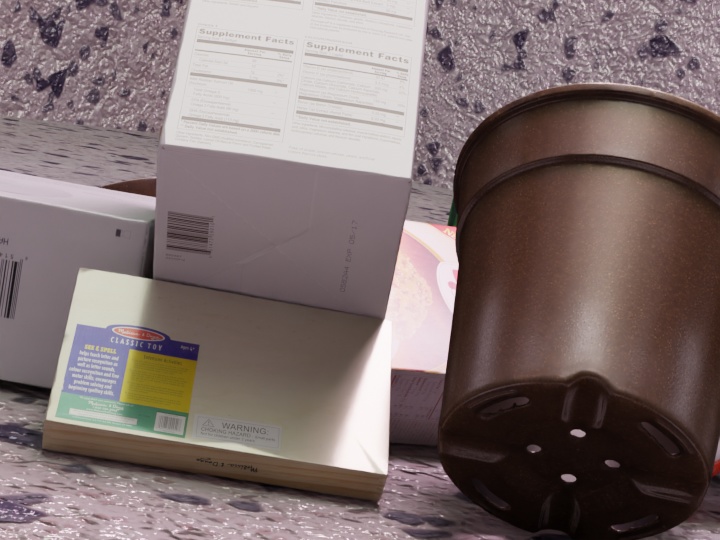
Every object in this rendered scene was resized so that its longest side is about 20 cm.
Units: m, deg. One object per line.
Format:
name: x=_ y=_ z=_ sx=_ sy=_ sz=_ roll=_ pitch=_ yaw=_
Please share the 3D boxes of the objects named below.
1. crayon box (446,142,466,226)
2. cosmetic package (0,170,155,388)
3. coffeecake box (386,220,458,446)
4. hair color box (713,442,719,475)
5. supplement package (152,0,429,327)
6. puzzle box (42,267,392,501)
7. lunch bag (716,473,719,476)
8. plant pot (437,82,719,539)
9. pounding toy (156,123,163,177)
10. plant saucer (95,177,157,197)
crayon box: x=0.130 y=0.003 z=1.555 sx=0.125 sy=0.201 sz=0.052 roll=9 pitch=23 yaw=-4
cosmetic package: x=-0.233 y=0.001 z=1.270 sx=0.198 sy=0.124 sz=0.200 roll=10 pitch=7 yaw=2
coffeecake box: x=-0.006 y=0.035 z=1.252 sx=0.199 sy=0.073 sz=0.154 roll=7 pitch=41 yaw=-26
hair color box: x=0.260 y=0.064 z=1.224 sx=0.199 sy=0.102 sz=0.061 roll=-21 pitch=-18 yaw=-23
supplement package: x=-0.042 y=-0.092 z=1.164 sx=0.150 sy=0.152 sz=0.201 roll=8 pitch=52 yaw=-2
puzzle box: x=-0.080 y=0.065 z=1.097 sx=0.199 sy=0.026 sz=0.133 roll=10 pitch=41 yaw=-5
lunch bag: x=0.270 y=0.082 z=1.361 sx=0.199 sy=0.128 sz=0.170 roll=17 pitch=9 yaw=-8
plant pot: x=0.132 y=0.033 z=1.060 sx=0.199 sy=0.201 sz=0.199 roll=10 pitch=51 yaw=8
pounding toy: x=-0.092 y=-0.071 z=1.664 sx=0.183 sy=0.201 sz=0.142 roll=4 pitch=0 yaw=-42
plant saucer: x=-0.169 y=-0.014 z=1.507 sx=0.199 sy=0.032 sz=0.200 roll=-8 pitch=-26 yaw=-4
